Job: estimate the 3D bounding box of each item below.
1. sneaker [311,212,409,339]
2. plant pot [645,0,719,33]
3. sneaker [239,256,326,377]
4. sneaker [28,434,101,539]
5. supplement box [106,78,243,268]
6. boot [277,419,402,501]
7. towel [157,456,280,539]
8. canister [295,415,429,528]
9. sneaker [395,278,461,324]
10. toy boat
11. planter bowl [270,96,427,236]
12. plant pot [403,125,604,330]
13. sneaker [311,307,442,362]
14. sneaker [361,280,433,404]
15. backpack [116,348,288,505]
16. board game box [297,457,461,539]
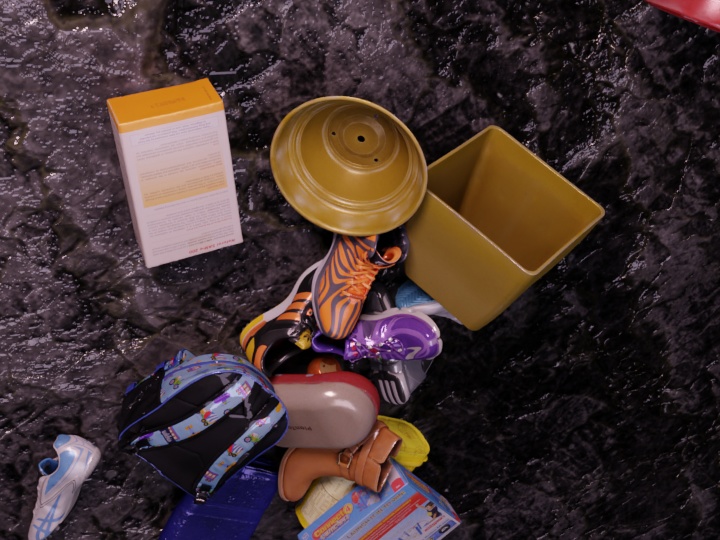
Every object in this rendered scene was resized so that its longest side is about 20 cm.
[{"bbox_3d":[0.000,0.000,1.365,0.077,0.112,0.201,9,94,-33],"label":"sneaker"},{"bbox_3d":[0.494,-0.397,1.332,0.200,0.200,0.183,9,110,-31],"label":"plant pot"},{"bbox_3d":[-0.075,0.069,1.431,0.200,0.090,0.070,-41,131,4],"label":"sneaker"},{"bbox_3d":[-0.427,0.306,1.443,0.072,0.072,0.200,30,116,-3],"label":"sneaker"},{"bbox_3d":[-0.220,-0.116,1.237,0.125,0.074,0.201,-15,128,-17],"label":"supplement box"},{"bbox_3d":[-0.033,0.294,1.552,0.074,0.154,0.201,-9,124,-60],"label":"boot"},{"bbox_3d":[-0.221,0.369,1.600,0.147,0.050,0.201,18,111,-32],"label":"towel"},{"bbox_3d":[0.000,0.336,1.663,0.148,0.087,0.200,16,115,-37],"label":"canister"},{"bbox_3d":[0.138,0.042,1.518,0.199,0.076,0.081,-12,125,-31],"label":"sneaker"},{"bbox_3d":[-0.064,0.178,1.498,0.199,0.131,0.131,-3,134,28],"label":"toy boat"},{"bbox_3d":[-0.007,-0.148,1.295,0.199,0.084,0.201,9,129,11],"label":"planter bowl"},{"bbox_3d":[0.172,-0.041,1.391,0.200,0.200,0.177,-35,158,-41],"label":"plant pot"},{"bbox_3d":[0.019,0.103,1.439,0.083,0.199,0.081,-44,128,-53],"label":"sneaker"},{"bbox_3d":[0.057,0.089,1.542,0.115,0.075,0.201,-33,119,-41],"label":"sneaker"},{"bbox_3d":[-0.203,0.189,1.391,0.200,0.135,0.183,-37,121,15],"label":"backpack"},{"bbox_3d":[0.033,0.414,1.647,0.200,0.056,0.196,-40,136,5],"label":"board game box"}]
